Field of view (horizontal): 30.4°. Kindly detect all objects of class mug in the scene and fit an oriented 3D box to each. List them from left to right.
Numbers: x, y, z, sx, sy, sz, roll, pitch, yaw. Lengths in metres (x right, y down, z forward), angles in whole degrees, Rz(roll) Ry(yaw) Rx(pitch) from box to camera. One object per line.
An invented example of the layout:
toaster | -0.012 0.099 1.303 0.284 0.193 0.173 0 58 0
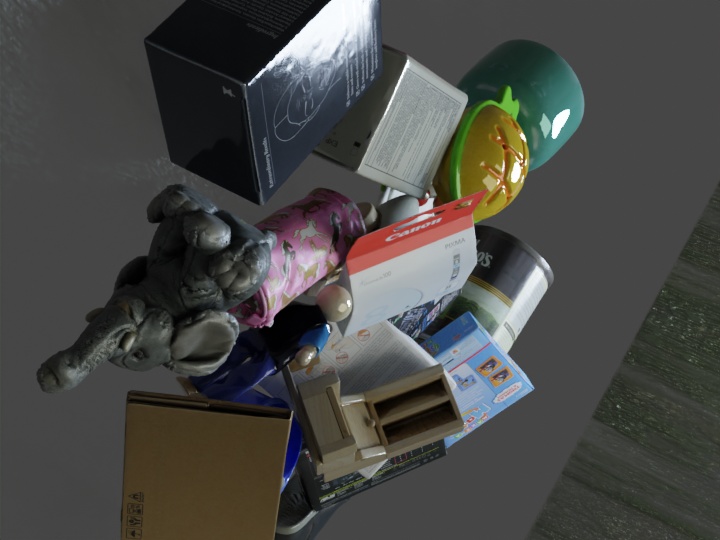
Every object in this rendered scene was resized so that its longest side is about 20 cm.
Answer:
mug | 0.189 -0.187 1.687 0.114 0.152 0.185 -44 151 -38

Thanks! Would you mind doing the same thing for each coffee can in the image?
coffee can | 0.167 0.057 1.911 0.200 0.146 0.146 -56 157 -18

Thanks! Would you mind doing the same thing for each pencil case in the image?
pencil case | -0.074 -0.016 1.385 0.200 0.083 0.087 -40 146 -47

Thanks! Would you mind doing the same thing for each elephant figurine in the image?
elephant figurine | -0.176 0.033 1.187 0.200 0.155 0.142 -56 -158 8

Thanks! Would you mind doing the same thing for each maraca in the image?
maraca | 0.145 -0.134 1.527 0.200 0.107 0.137 -47 141 -49

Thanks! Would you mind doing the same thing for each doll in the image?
doll | -0.095 0.075 1.383 0.200 0.136 0.048 -34 126 -13

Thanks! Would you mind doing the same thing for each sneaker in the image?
sneaker | -0.061 0.314 1.804 0.200 0.075 0.106 -33 148 -37

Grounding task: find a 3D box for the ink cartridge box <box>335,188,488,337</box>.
ink cartridge box | 0.057 -0.006 1.448 0.160 0.047 0.200 -21 164 -18

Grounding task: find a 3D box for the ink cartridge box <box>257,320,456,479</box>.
ink cartridge box | -0.008 0.128 1.581 0.161 0.200 0.050 -46 -162 2

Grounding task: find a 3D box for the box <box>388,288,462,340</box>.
box | 0.055 0.044 1.702 0.199 0.050 0.200 -44 162 -17

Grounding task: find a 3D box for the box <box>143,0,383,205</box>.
box | -0.077 -0.185 1.158 0.200 0.107 0.148 -51 155 -31

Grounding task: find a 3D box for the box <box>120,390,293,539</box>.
box | -0.160 0.211 1.353 0.021 0.163 0.200 -90 -172 -54

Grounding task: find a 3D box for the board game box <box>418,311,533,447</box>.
board game box | 0.130 0.151 1.784 0.151 0.037 0.200 -35 139 8

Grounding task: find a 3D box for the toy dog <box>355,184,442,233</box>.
toy dog | 0.064 -0.066 1.557 0.132 0.096 0.200 41 75 -37

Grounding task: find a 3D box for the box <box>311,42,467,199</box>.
box | 0.014 -0.163 1.382 0.128 0.109 0.200 -66 158 4

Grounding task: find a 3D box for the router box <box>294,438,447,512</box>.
router box | 0.006 0.213 1.699 0.200 0.062 0.150 -22 141 -9

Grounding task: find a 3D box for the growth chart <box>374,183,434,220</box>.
growth chart | 0.066 -0.095 1.694 0.200 0.018 0.145 -15 128 -62

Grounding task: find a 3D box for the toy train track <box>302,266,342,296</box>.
toy train track | 0.000 0.000 1.612 0.200 0.033 0.115 -22 144 -53

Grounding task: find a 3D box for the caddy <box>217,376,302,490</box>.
caddy | -0.130 0.208 1.470 0.141 0.105 0.200 -58 157 -17

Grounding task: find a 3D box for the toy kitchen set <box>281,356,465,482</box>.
toy kitchen set | 0.009 0.117 1.470 0.180 0.163 0.200 -19 165 -6
